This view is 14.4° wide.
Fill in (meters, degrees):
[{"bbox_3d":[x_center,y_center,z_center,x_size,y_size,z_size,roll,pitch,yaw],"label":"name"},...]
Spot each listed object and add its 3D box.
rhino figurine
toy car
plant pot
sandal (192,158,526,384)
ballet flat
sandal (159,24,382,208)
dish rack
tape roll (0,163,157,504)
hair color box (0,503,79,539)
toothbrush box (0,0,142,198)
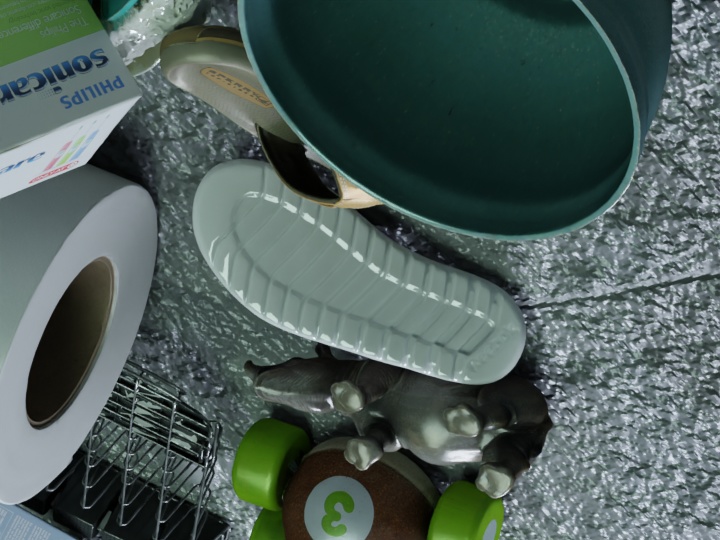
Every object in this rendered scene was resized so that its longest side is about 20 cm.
[{"bbox_3d":[0.018,0.078,1.639,0.200,0.087,0.060,12,110,28],"label":"rhino figurine"},{"bbox_3d":[-0.024,0.215,1.727,0.164,0.200,0.158,17,141,21],"label":"toy car"},{"bbox_3d":[0.061,-0.132,1.316,0.200,0.134,0.200,20,142,17],"label":"plant pot"},{"bbox_3d":[-0.004,0.006,1.593,0.203,0.083,0.050,30,-173,2],"label":"sandal"},{"bbox_3d":[-0.118,-0.141,1.513,0.072,0.072,0.200,42,145,-13],"label":"ballet flat"},{"bbox_3d":[-0.021,-0.066,1.495,0.200,0.054,0.080,25,152,-23],"label":"sandal"},{"bbox_3d":[-0.155,0.112,1.832,0.153,0.055,0.200,24,141,10],"label":"dish rack"},{"bbox_3d":[-0.225,0.018,1.648,0.139,0.203,0.203,23,143,14],"label":"tape roll"},{"bbox_3d":[-0.239,0.188,1.903,0.200,0.061,0.099,36,167,-38],"label":"hair color box"},{"bbox_3d":[-0.231,-0.133,1.466,0.200,0.146,0.086,58,144,9],"label":"toothbrush box"}]
